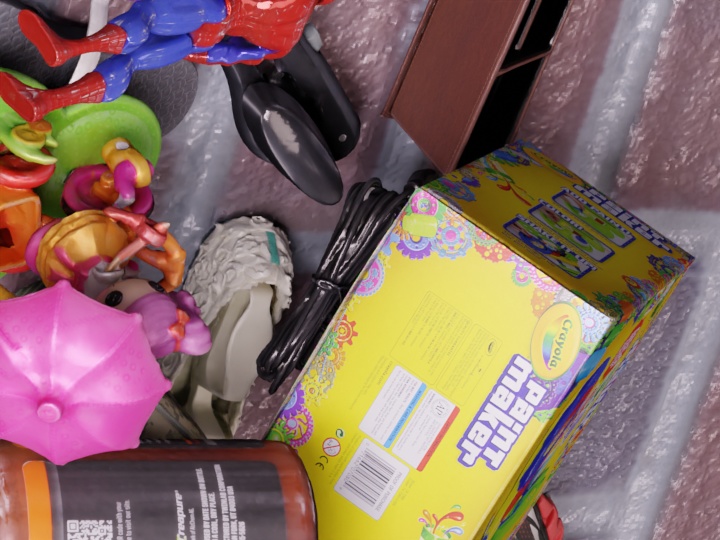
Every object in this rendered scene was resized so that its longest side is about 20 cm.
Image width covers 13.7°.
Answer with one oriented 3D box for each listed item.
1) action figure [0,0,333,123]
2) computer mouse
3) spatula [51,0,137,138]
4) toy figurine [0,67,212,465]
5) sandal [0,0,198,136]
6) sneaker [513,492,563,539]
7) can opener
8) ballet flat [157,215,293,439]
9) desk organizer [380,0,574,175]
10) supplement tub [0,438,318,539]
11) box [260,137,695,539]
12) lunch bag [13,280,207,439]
[{"bbox_3d":[-0.085,-0.122,1.459,0.200,0.052,0.066,-16,142,-39],"label":"action figure"},{"bbox_3d":[0.000,0.000,1.640,0.141,0.046,0.200,-57,165,7],"label":"computer mouse"},{"bbox_3d":[-0.140,-0.100,1.486,0.056,0.021,0.200,9,119,-50],"label":"spatula"},{"bbox_3d":[-0.140,0.011,1.426,0.200,0.184,0.150,-13,135,-32],"label":"toy figurine"},{"bbox_3d":[-0.170,-0.103,1.511,0.200,0.043,0.076,14,116,-48],"label":"sandal"},{"bbox_3d":[0.066,0.135,1.767,0.071,0.098,0.201,-2,136,22],"label":"sneaker"},{"bbox_3d":[-0.058,-0.125,1.545,0.063,0.079,0.200,-38,120,-11],"label":"can opener"},{"bbox_3d":[-0.087,0.064,1.657,0.072,0.072,0.200,5,120,-32],"label":"ballet flat"},{"bbox_3d":[0.091,-0.146,1.601,0.072,0.077,0.200,7,118,-33],"label":"desk organizer"},{"bbox_3d":[-0.127,0.132,1.438,0.199,0.107,0.107,2,122,-17],"label":"supplement tub"},{"bbox_3d":[0.056,0.054,1.579,0.200,0.122,0.193,-59,170,19],"label":"box"},{"bbox_3d":[-0.187,0.107,1.561,0.200,0.168,0.139,-43,116,1],"label":"lunch bag"}]
